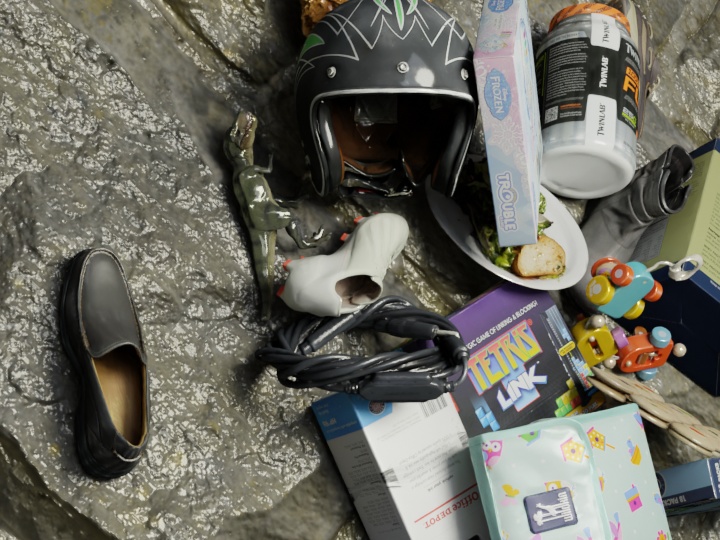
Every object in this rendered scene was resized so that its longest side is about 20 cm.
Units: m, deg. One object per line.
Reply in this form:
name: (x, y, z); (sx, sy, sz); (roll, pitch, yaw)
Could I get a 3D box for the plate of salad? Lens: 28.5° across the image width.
plate of salad: (0.160, -0.061, 1.504); (0.198, 0.048, 0.201); (19, 39, -16)

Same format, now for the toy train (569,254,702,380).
toy train: (0.292, 0.044, 1.538); (0.149, 0.201, 0.056); (-12, 49, -15)

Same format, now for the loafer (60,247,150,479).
loafer: (-0.208, 0.071, 1.209); (0.072, 0.072, 0.202); (-2, 73, -35)

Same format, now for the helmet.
helmet: (0.026, -0.173, 1.367); (0.199, 0.199, 0.192); (-24, 130, -39)

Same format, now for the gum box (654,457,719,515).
gum box: (0.376, 0.228, 1.502); (0.198, 0.169, 0.045); (-1, 73, -35)

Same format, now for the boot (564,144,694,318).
boot: (0.299, -0.049, 1.580); (0.069, 0.131, 0.201); (32, 57, -22)

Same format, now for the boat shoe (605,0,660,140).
boat shoe: (0.330, -0.238, 1.714); (0.073, 0.074, 0.202); (18, 64, -29)

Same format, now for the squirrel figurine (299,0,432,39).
squirrel figurine: (-0.022, -0.327, 1.461); (0.185, 0.141, 0.202); (2, 69, -28)

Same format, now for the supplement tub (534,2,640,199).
supplement tub: (0.255, -0.194, 1.612); (0.122, 0.122, 0.202); (21, 61, -27)

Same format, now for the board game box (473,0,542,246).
board game box: (0.150, -0.161, 1.413); (0.200, 0.043, 0.202); (-77, 159, -57)

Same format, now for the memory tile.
memory tile: (0.321, 0.150, 1.487); (0.153, 0.017, 0.200); (33, 7, 26)

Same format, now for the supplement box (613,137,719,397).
supplement box: (0.412, -0.002, 1.640); (0.199, 0.134, 0.201); (36, 55, -19)

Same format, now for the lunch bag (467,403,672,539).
lunch bag: (0.192, 0.224, 1.338); (0.199, 0.121, 0.172); (-2, 75, -44)

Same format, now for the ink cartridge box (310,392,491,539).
ink cartridge box: (0.049, 0.191, 1.346); (0.115, 0.068, 0.202); (-23, 88, -39)

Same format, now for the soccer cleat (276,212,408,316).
soccer cleat: (0.000, 0.000, 1.362); (0.077, 0.070, 0.200); (24, 31, 25)

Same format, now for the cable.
cable: (0.001, 0.066, 1.315); (0.198, 0.051, 0.164); (-1, 27, -3)

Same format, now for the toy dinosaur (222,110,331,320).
toy dinosaur: (-0.081, -0.053, 1.370); (0.087, 0.047, 0.202); (-6, 79, -33)

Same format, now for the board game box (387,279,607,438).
board game box: (0.143, 0.110, 1.455); (0.199, 0.057, 0.166); (-29, 92, -39)
